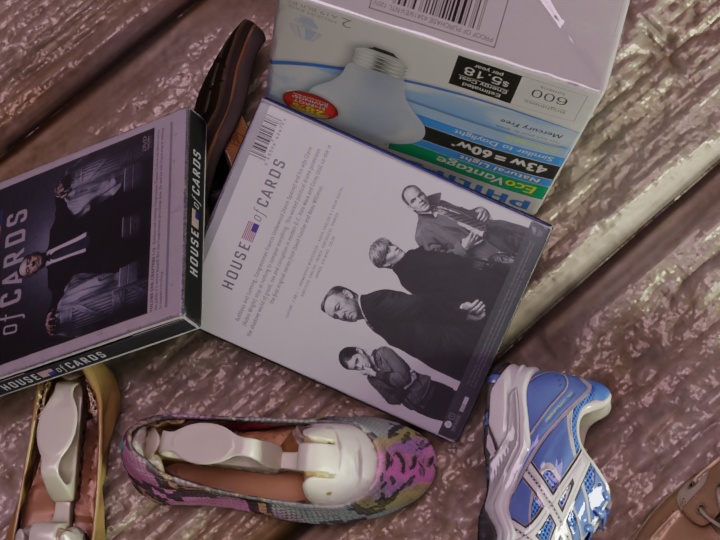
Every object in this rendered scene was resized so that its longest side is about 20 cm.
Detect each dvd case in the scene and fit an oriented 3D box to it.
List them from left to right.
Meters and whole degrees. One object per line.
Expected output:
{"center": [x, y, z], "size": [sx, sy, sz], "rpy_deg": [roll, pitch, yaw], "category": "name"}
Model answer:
{"center": [-0.184, -0.005, 1.086], "size": [0.199, 0.025, 0.151], "rpy_deg": [-18, 56, 25], "category": "dvd case"}
{"center": [0.000, 0.000, 1.084], "size": [0.199, 0.025, 0.151], "rpy_deg": [24, 96, 0], "category": "dvd case"}

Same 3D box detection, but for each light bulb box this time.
{"center": [0.051, -0.149, 1.061], "size": [0.197, 0.200, 0.125], "rpy_deg": [18, 71, 1], "category": "light bulb box"}

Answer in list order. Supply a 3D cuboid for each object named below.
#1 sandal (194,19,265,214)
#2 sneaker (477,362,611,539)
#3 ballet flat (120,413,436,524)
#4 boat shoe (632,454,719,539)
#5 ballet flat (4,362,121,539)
{"center": [-0.093, -0.071, 1.144], "size": [0.054, 0.082, 0.201], "rpy_deg": [25, 65, -17], "category": "sandal"}
{"center": [0.112, 0.153, 1.042], "size": [0.077, 0.076, 0.201], "rpy_deg": [0, 74, 10], "category": "sneaker"}
{"center": [-0.053, 0.118, 1.072], "size": [0.199, 0.071, 0.070], "rpy_deg": [2, 72, 6], "category": "ballet flat"}
{"center": [0.227, 0.141, 1.041], "size": [0.071, 0.065, 0.200], "rpy_deg": [42, 81, 16], "category": "boat shoe"}
{"center": [-0.193, 0.147, 1.080], "size": [0.068, 0.063, 0.201], "rpy_deg": [1, 73, 6], "category": "ballet flat"}
